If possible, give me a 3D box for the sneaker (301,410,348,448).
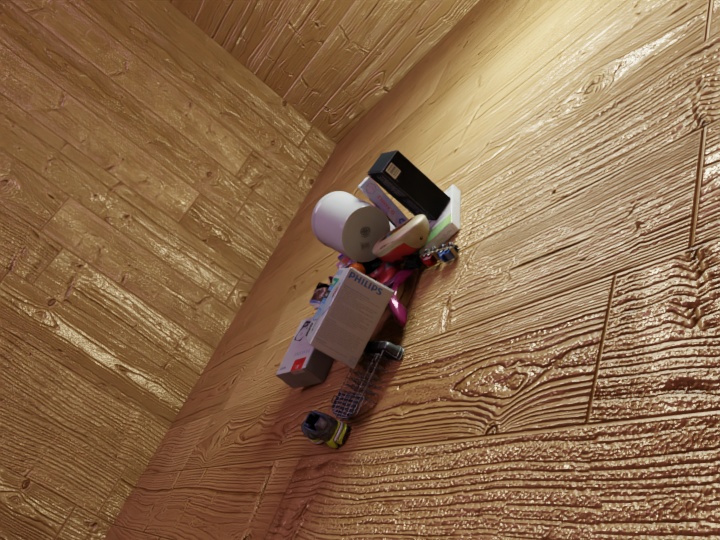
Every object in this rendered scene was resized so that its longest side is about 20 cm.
[{"bbox_3d":[-0.099,0.360,1.400,0.075,0.081,0.199,-60,17,-24],"label":"sneaker"}]

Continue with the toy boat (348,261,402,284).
[{"bbox_3d":[0.014,0.033,1.630,0.199,0.131,0.131,-41,19,20],"label":"toy boat"}]

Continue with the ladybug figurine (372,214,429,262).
[{"bbox_3d":[0.109,-0.076,1.562,0.136,0.072,0.199,-43,9,-37],"label":"ladybug figurine"}]

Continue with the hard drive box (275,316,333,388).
[{"bbox_3d":[-0.141,0.232,1.747,0.155,0.077,0.202,-22,35,45],"label":"hard drive box"}]

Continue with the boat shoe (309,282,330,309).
[{"bbox_3d":[-0.104,0.075,1.745,0.200,0.071,0.074,-170,92,-78],"label":"boat shoe"}]

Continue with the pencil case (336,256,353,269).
[{"bbox_3d":[0.021,-0.044,1.796,0.199,0.088,0.088,-39,19,9],"label":"pencil case"}]

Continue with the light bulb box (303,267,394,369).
[{"bbox_3d":[-0.033,0.108,1.442,0.202,0.123,0.198,-62,8,-5],"label":"light bulb box"}]

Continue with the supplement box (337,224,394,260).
[{"bbox_3d":[0.026,-0.099,1.932,0.202,0.101,0.103,-59,12,-19],"label":"supplement box"}]

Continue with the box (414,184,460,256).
[{"bbox_3d":[0.209,-0.129,1.609,0.144,0.036,0.201,-44,18,33],"label":"box"}]

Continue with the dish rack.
[{"bbox_3d":[0.009,0.252,1.371,0.202,0.054,0.153,-61,16,-18],"label":"dish rack"}]

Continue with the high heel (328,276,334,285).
[{"bbox_3d":[-0.055,0.078,1.790,0.068,0.096,0.200,-50,16,3],"label":"high heel"}]

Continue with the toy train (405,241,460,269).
[{"bbox_3d":[0.175,-0.033,1.479,0.046,0.034,0.199,-52,18,-27],"label":"toy train"}]

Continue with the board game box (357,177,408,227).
[{"bbox_3d":[0.075,-0.185,1.738,0.041,0.200,0.200,-43,7,4],"label":"board game box"}]

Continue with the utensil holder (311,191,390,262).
[{"bbox_3d":[-0.027,-0.127,1.704,0.171,0.169,0.199,-54,31,-4],"label":"utensil holder"}]

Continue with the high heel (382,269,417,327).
[{"bbox_3d":[0.111,0.061,1.467,0.095,0.068,0.201,-27,32,9],"label":"high heel"}]

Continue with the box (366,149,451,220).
[{"bbox_3d":[0.129,-0.228,1.611,0.079,0.199,0.141,-53,17,-6],"label":"box"}]

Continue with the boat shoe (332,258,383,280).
[{"bbox_3d":[0.001,0.003,1.718,0.196,0.075,0.068,-19,-11,15],"label":"boat shoe"}]
